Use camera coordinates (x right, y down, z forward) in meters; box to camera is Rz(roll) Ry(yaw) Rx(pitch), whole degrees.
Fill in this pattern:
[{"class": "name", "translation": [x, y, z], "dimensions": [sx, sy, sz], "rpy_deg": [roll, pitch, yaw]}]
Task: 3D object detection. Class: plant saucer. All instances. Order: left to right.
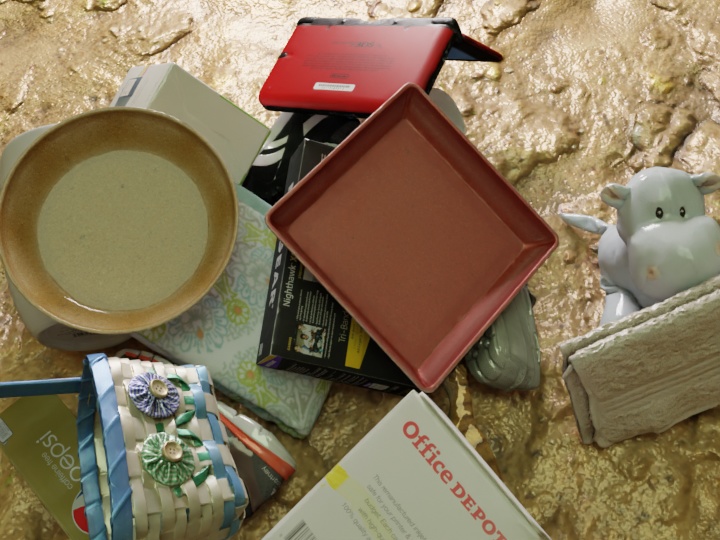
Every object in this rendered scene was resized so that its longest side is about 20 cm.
[{"class": "plant saucer", "translation": [-0.201, -0.040, 0.745], "dimensions": [0.196, 0.036, 0.204], "rpy_deg": [2, 70, -7]}, {"class": "plant saucer", "translation": [0.046, -0.030, 0.769], "dimensions": [0.200, 0.037, 0.200], "rpy_deg": [45, 67, 0]}]

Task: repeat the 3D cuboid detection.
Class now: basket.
[{"class": "basket", "translation": [-0.193, 0.146, 0.636], "dimensions": [0.197, 0.140, 0.178], "rpy_deg": [-9, 53, -24]}]

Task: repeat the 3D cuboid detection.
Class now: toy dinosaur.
[{"class": "toy dinosaur", "translation": [0.095, 0.175, 0.729], "dimensions": [0.105, 0.060, 0.202], "rpy_deg": [-28, 83, 17]}]

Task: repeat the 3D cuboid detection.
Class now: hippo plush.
[{"class": "hippo plush", "translation": [0.287, -0.021, 0.795], "dimensions": [0.156, 0.162, 0.203], "rpy_deg": [-5, 57, 0]}]

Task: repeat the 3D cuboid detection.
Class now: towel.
[{"class": "towel", "translation": [-0.097, 0.030, 0.807], "dimensions": [0.198, 0.048, 0.173], "rpy_deg": [33, 64, -12]}, {"class": "towel", "translation": [0.265, 0.074, 0.736], "dimensions": [0.197, 0.133, 0.035], "rpy_deg": [-25, 41, 3]}]

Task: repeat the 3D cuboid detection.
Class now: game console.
[{"class": "game console", "translation": [0.022, -0.201, 0.929], "dimensions": [0.197, 0.119, 0.174], "rpy_deg": [10, 64, 34]}]

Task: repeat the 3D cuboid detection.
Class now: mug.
[{"class": "mug", "translation": [-0.236, -0.024, 0.836], "dimensions": [0.196, 0.148, 0.178], "rpy_deg": [-2, 68, -18]}]

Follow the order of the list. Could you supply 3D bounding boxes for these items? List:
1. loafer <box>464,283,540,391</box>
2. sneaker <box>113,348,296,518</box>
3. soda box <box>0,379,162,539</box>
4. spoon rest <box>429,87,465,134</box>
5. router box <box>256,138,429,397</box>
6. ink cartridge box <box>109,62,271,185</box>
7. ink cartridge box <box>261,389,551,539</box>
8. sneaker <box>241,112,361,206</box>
[{"class": "loafer", "translation": [0.129, 0.025, 0.837], "dimensions": [0.069, 0.070, 0.203], "rpy_deg": [21, 48, -26]}, {"class": "sneaker", "translation": [-0.153, 0.141, 0.765], "dimensions": [0.198, 0.077, 0.082], "rpy_deg": [29, 70, 21]}, {"class": "soda box", "translation": [-0.226, 0.189, 0.738], "dimensions": [0.064, 0.068, 0.199], "rpy_deg": [-38, 63, -22]}, {"class": "spoon rest", "translation": [0.047, -0.100, 0.905], "dimensions": [0.060, 0.100, 0.201], "rpy_deg": [14, 59, 50]}, {"class": "router box", "translation": [0.000, 0.000, 0.798], "dimensions": [0.155, 0.052, 0.204], "rpy_deg": [15, 71, -18]}, {"class": "ink cartridge box", "translation": [-0.184, -0.147, 0.890], "dimensions": [0.068, 0.116, 0.199], "rpy_deg": [-61, 28, -5]}, {"class": "ink cartridge box", "translation": [0.026, 0.216, 0.664], "dimensions": [0.200, 0.083, 0.145], "rpy_deg": [-44, 62, 2]}, {"class": "sneaker", "translation": [-0.057, -0.098, 0.910], "dimensions": [0.110, 0.074, 0.202], "rpy_deg": [19, 59, 16]}]
